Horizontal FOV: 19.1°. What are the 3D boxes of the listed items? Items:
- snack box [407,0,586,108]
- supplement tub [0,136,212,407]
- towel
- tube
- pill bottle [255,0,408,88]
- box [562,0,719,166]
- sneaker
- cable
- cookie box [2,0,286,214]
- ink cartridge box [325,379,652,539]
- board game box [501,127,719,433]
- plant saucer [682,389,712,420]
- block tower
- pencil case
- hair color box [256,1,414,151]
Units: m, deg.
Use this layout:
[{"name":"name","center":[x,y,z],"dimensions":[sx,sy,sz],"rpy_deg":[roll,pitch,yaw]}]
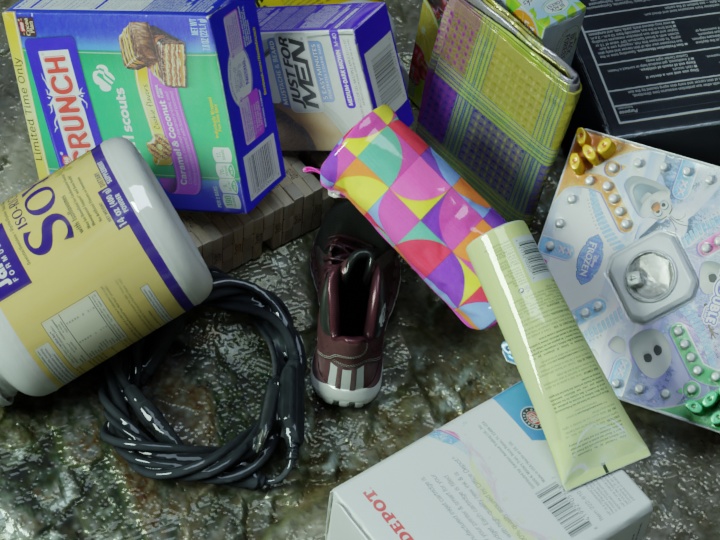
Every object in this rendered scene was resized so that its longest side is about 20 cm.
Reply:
[{"name":"snack box","center":[0.111,-0.184,1.808],"dimensions":[0.053,0.201,0.142],"rpy_deg":[-29,60,-28]},{"name":"supplement tub","center":[-0.228,0.005,1.631],"dimensions":[0.199,0.146,0.146],"rpy_deg":[-31,58,-2]},{"name":"towel","center":[0.110,-0.126,1.764],"dimensions":[0.023,0.201,0.144],"rpy_deg":[-30,60,-35]},{"name":"tube","center":[0.141,0.062,1.597],"dimensions":[0.058,0.052,0.201],"rpy_deg":[-30,77,18]},{"name":"pill bottle","center":[-0.038,-0.221,1.876],"dimensions":[0.112,0.113,0.201],"rpy_deg":[-18,55,-19]},{"name":"box","center":[0.271,-0.161,1.857],"dimensions":[0.198,0.124,0.199],"rpy_deg":[-8,53,-10]},{"name":"sneaker","center":[0.000,0.000,1.705],"dimensions":[0.075,0.116,0.201],"rpy_deg":[2,52,-4]},{"name":"cable","center":[-0.123,0.084,1.677],"dimensions":[0.162,0.051,0.201],"rpy_deg":[-2,55,-1]},{"name":"cookie box","center":[-0.174,-0.140,1.719],"dimensions":[0.199,0.172,0.075],"rpy_deg":[4,28,28]},{"name":"ink cartridge box","center":[0.092,0.191,1.587],"dimensions":[0.199,0.085,0.145],"rpy_deg":[-26,59,-26]},{"name":"board game box","center":[0.230,0.004,1.694],"dimensions":[0.199,0.026,0.201],"rpy_deg":[18,86,23]},{"name":"plant saucer","center":[0.371,0.071,1.742],"dimensions":[0.198,0.037,0.201],"rpy_deg":[14,52,6]},{"name":"block tower","center":[-0.095,-0.046,1.770],"dimensions":[0.199,0.058,0.054],"rpy_deg":[-28,59,-24]},{"name":"pencil case","center":[0.054,-0.041,1.680],"dimensions":[0.200,0.088,0.088],"rpy_deg":[43,57,2]},{"name":"hair color box","center":[-0.065,-0.159,1.772],"dimensions":[0.199,0.110,0.065],"rpy_deg":[2,30,33]}]
